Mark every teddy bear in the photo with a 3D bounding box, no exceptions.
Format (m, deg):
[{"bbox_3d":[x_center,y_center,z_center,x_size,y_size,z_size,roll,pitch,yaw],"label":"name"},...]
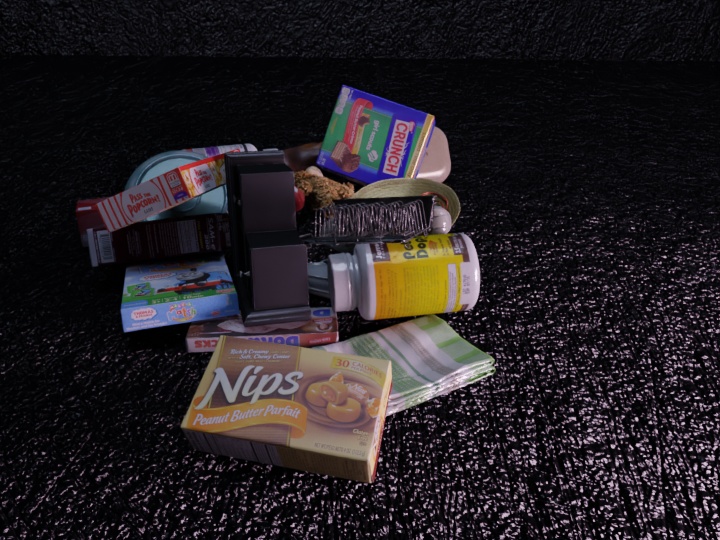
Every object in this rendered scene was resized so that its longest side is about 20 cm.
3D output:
[{"bbox_3d":[-0.068,-0.158,1.238,0.143,0.068,0.200,-2,24,-19],"label":"teddy bear"}]

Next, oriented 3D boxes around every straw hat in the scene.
[{"bbox_3d":[0.069,-0.066,1.047,0.198,0.086,0.203,-6,44,6],"label":"straw hat"}]

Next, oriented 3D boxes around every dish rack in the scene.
[{"bbox_3d":[0.012,-0.064,0.817,0.151,0.055,0.200,-2,10,18],"label":"dish rack"}]

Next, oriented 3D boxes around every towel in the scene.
[{"bbox_3d":[0.050,0.110,0.785,0.198,0.031,0.149,-15,32,-27],"label":"towel"}]

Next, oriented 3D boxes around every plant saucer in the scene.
[{"bbox_3d":[-0.311,-0.126,1.090,0.197,0.027,0.203,4,69,-11],"label":"plant saucer"}]

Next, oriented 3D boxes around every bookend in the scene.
[{"bbox_3d":[-0.132,-0.053,0.875,0.091,0.201,0.200,-5,19,-14],"label":"bookend"}]

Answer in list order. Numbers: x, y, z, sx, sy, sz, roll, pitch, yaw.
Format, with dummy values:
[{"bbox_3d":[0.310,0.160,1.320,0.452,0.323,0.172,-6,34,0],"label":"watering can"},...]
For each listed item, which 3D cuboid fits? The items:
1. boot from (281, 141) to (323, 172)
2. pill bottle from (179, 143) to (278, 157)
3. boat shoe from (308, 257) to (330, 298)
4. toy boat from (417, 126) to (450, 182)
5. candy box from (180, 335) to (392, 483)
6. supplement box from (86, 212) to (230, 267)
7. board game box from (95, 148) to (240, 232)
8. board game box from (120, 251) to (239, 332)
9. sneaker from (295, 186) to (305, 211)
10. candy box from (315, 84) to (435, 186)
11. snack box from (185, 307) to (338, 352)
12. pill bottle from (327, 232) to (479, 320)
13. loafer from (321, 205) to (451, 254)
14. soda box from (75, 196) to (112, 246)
[{"bbox_3d":[-0.071,-0.260,1.394,0.198,0.069,0.188,-11,11,18],"label":"boot"},{"bbox_3d":[-0.261,-0.197,1.269,0.197,0.113,0.112,-9,29,-18],"label":"pill bottle"},{"bbox_3d":[0.001,0.001,0.951,0.199,0.066,0.075,2,28,3],"label":"boat shoe"},{"bbox_3d":[0.092,-0.241,1.379,0.197,0.132,0.131,-8,-2,-16],"label":"toy boat"},{"bbox_3d":[-0.073,0.142,0.661,0.197,0.056,0.116,6,49,12],"label":"candy box"},{"bbox_3d":[-0.313,-0.051,0.994,0.197,0.062,0.109,-7,6,-2],"label":"supplement box"},{"bbox_3d":[-0.277,-0.125,0.951,0.150,0.047,0.200,-19,13,18],"label":"board game box"},{"bbox_3d":[-0.263,0.024,0.908,0.149,0.037,0.200,-9,20,-16],"label":"board game box"},{"bbox_3d":[-0.207,-0.106,1.164,0.197,0.079,0.116,-2,39,11],"label":"sneaker"},{"bbox_3d":[0.031,-0.255,1.266,0.198,0.171,0.077,20,4,7],"label":"candy box"},{"bbox_3d":[-0.130,0.079,0.845,0.197,0.025,0.072,-2,25,-4],"label":"snack box"},{"bbox_3d":[0.056,0.009,0.865,0.197,0.111,0.110,-5,28,-8],"label":"pill bottle"},{"bbox_3d":[0.039,-0.061,0.946,0.197,0.071,0.070,-2,3,17],"label":"loafer"},{"bbox_3d":[-0.398,-0.097,1.122,0.197,0.071,0.063,-10,26,-17],"label":"soda box"}]
